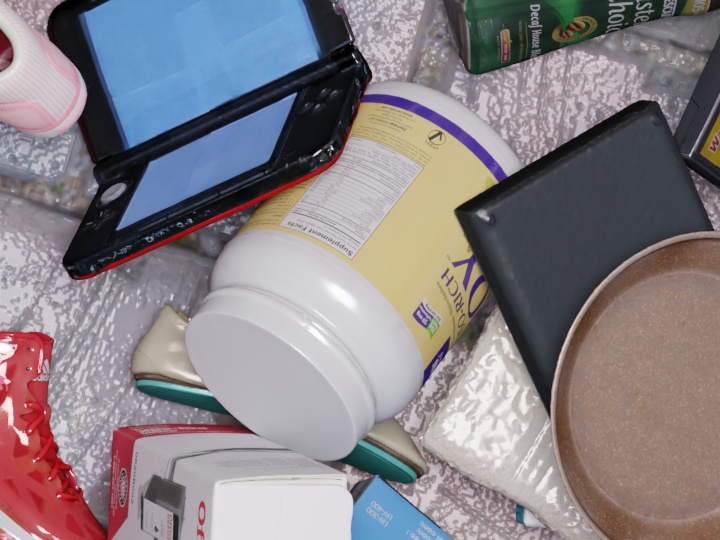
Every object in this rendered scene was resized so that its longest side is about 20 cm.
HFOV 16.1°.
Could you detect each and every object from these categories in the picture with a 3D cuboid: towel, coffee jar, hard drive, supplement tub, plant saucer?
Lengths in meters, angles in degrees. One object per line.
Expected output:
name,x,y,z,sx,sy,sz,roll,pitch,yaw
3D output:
towel,0.137,0.056,1.572,0.132,0.034,0.201,32,84,-1
coffee jar,0.150,-0.194,1.599,0.199,0.104,0.086,-16,62,-3
hard drive,0.156,0.018,1.518,0.139,0.033,0.201,-30,106,-16
supplement tub,0.000,0.000,1.533,0.145,0.145,0.200,38,61,-1
plant saucer,0.195,0.076,1.502,0.199,0.037,0.202,-2,96,-21

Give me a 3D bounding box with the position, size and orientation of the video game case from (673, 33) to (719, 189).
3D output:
video game case,0.290,-0.126,1.591,0.180,0.025,0.201,30,84,-42

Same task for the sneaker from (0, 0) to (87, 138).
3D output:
sneaker,-0.266,-0.150,1.555,0.199,0.105,0.076,26,86,19

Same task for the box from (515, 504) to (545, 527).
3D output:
box,0.147,0.064,1.614,0.082,0.049,0.202,6,87,-4

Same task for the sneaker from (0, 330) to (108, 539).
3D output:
sneaker,-0.201,0.107,1.581,0.199,0.078,0.116,36,87,-2

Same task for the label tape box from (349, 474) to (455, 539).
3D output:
label tape box,0.043,0.191,1.526,0.143,0.200,0.066,40,80,0

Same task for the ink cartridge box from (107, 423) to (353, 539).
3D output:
ink cartridge box,-0.082,0.175,1.477,0.082,0.200,0.148,1,94,-22

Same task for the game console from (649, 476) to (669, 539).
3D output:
game console,0.262,0.217,1.580,0.174,0.116,0.202,-3,88,-3

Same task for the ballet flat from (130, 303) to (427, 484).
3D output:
ballet flat,-0.045,0.072,1.600,0.199,0.069,0.070,20,86,-2

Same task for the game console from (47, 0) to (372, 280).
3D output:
game console,-0.107,-0.111,1.544,0.199,0.173,0.119,-24,114,24
